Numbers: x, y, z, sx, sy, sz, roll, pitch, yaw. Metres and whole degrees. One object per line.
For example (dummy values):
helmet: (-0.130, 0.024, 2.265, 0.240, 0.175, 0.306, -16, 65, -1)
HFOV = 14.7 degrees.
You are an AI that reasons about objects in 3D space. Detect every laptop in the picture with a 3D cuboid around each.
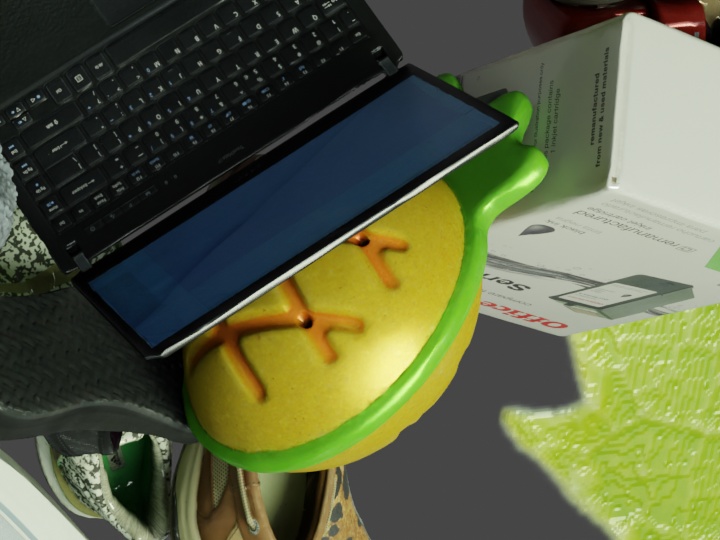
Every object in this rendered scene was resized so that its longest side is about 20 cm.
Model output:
laptop: (-0.066, -0.077, 1.152, 0.177, 0.200, 0.103, -33, 168, -10)

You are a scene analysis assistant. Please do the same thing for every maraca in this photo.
maraca: (0.000, 0.000, 1.180, 0.200, 0.137, 0.107, -55, 135, -14)

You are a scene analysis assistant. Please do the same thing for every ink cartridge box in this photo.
ink cartridge box: (0.105, -0.037, 1.261, 0.145, 0.200, 0.084, 17, 71, -33)

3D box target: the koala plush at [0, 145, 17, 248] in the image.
koala plush: (-0.210, -0.093, 1.049, 0.177, 0.184, 0.200, -16, 140, -18)

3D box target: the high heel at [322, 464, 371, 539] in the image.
high heel: (-0.016, 0.117, 1.385, 0.142, 0.071, 0.200, -9, 102, -57)

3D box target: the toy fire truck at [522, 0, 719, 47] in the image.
toy fire truck: (0.103, -0.149, 1.272, 0.200, 0.129, 0.176, -6, 117, -13)

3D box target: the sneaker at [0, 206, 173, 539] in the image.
sneaker: (-0.119, 0.042, 1.256, 0.077, 0.089, 0.200, -27, 123, -13)

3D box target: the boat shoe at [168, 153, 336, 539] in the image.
boat shoe: (-0.036, 0.046, 1.268, 0.076, 0.074, 0.200, 9, 78, -37)

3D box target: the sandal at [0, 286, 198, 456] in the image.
sandal: (-0.127, 0.045, 1.164, 0.048, 0.075, 0.200, -37, 160, 21)

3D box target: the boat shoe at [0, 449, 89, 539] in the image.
boat shoe: (-0.193, 0.102, 1.258, 0.072, 0.070, 0.201, -45, 128, -5)
